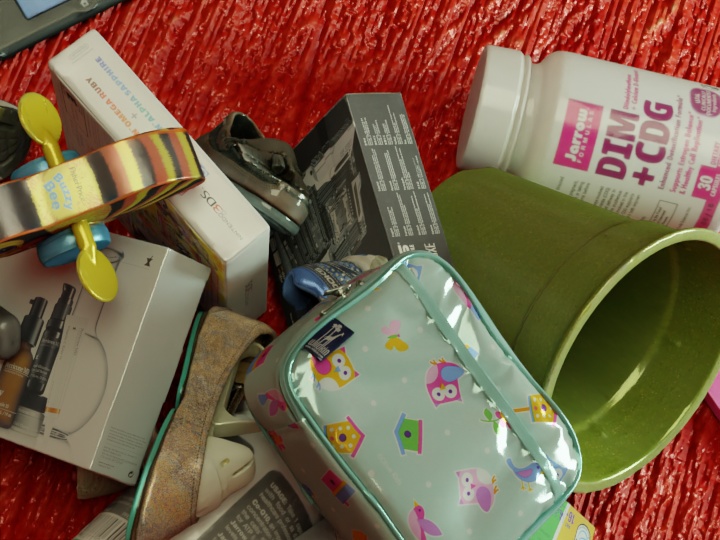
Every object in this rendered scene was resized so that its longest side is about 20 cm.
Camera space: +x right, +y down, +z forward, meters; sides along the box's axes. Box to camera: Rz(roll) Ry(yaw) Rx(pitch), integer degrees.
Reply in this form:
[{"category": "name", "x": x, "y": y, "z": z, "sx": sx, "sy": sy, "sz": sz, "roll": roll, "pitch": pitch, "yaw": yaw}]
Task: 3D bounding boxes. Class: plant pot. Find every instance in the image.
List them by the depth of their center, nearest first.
[{"category": "plant pot", "x": 0.127, "y": 0.021, "z": 1.447, "sx": 0.200, "sy": 0.200, "sz": 0.190, "roll": -41, "pitch": 51, "yaw": -20}]

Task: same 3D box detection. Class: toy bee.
[{"category": "toy bee", "x": -0.196, "y": -0.031, "z": 1.287, "sx": 0.200, "sy": 0.109, "sz": 0.131, "roll": -44, "pitch": 81, "yaw": 6}]

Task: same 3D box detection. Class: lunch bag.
[{"category": "lunch bag", "x": 0.036, "y": 0.092, "z": 1.293, "sx": 0.160, "sy": 0.077, "sz": 0.200, "roll": -39, "pitch": 96, "yaw": -27}]

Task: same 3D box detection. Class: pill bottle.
[{"category": "pill bottle", "x": -0.097, "y": 0.167, "z": 1.397, "sx": 0.113, "sy": 0.113, "sz": 0.200, "roll": 44, "pitch": 65, "yaw": 9}, {"category": "pill bottle", "x": 0.178, "y": -0.098, "z": 1.546, "sx": 0.200, "sy": 0.113, "sz": 0.114, "roll": 13, "pitch": 67, "yaw": -3}]

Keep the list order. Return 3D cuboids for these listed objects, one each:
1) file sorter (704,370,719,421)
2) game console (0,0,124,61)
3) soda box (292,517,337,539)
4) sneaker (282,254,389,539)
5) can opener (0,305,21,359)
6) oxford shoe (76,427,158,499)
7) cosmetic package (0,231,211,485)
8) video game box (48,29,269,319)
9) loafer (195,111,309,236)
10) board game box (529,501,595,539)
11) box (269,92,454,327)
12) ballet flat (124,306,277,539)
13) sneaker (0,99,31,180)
[{"category": "file sorter", "x": 0.369, "y": 0.064, "z": 1.506, "sx": 0.200, "sy": 0.125, "sz": 0.139, "roll": -29, "pitch": 76, "yaw": -18}, {"category": "game console", "x": -0.250, "y": -0.265, "z": 1.590, "sx": 0.200, "sy": 0.031, "sz": 0.177, "roll": -29, "pitch": 75, "yaw": -17}, {"category": "soda box", "x": -0.016, "y": 0.211, "z": 1.377, "sx": 0.063, "sy": 0.070, "sz": 0.200, "roll": 28, "pitch": 43, "yaw": 35}, {"category": "sneaker", "x": -0.020, "y": 0.088, "z": 1.351, "sx": 0.085, "sy": 0.077, "sz": 0.201, "roll": 4, "pitch": 75, "yaw": -32}, {"category": "can opener", "x": -0.299, "y": 0.028, "z": 1.407, "sx": 0.053, "sy": 0.067, "sz": 0.200, "roll": -16, "pitch": 32, "yaw": -38}, {"category": "oxford shoe", "x": -0.203, "y": 0.062, "z": 1.449, "sx": 0.074, "sy": 0.071, "sz": 0.200, "roll": -23, "pitch": 73, "yaw": -13}, {"category": "cosmetic package", "x": -0.207, "y": 0.043, "z": 1.387, "sx": 0.200, "sy": 0.052, "sz": 0.151, "roll": 13, "pitch": 79, "yaw": 38}, {"category": "video game box", "x": -0.135, "y": -0.053, "z": 1.432, "sx": 0.047, "sy": 0.200, "sz": 0.182, "roll": -37, "pitch": 79, "yaw": -13}, {"category": "loafer", "x": -0.077, "y": -0.076, "z": 1.454, "sx": 0.072, "sy": 0.200, "sz": 0.063, "roll": 37, "pitch": 87, "yaw": -23}, {"category": "board game box", "x": 0.087, "y": 0.234, "z": 1.387, "sx": 0.040, "sy": 0.153, "sz": 0.200, "roll": 0, "pitch": 63, "yaw": 34}, {"category": "box", "x": 0.000, "y": 0.000, "z": 1.454, "sx": 0.050, "sy": 0.158, "sz": 0.200, "roll": -4, "pitch": 69, "yaw": -31}, {"category": "ballet flat", "x": -0.094, "y": 0.102, "z": 1.336, "sx": 0.067, "sy": 0.068, "sz": 0.200, "roll": 12, "pitch": 50, "yaw": 4}, {"category": "sneaker", "x": -0.334, "y": -0.098, "z": 1.488, "sx": 0.200, "sy": 0.075, "sz": 0.085, "roll": -9, "pitch": 31, "yaw": -29}]
